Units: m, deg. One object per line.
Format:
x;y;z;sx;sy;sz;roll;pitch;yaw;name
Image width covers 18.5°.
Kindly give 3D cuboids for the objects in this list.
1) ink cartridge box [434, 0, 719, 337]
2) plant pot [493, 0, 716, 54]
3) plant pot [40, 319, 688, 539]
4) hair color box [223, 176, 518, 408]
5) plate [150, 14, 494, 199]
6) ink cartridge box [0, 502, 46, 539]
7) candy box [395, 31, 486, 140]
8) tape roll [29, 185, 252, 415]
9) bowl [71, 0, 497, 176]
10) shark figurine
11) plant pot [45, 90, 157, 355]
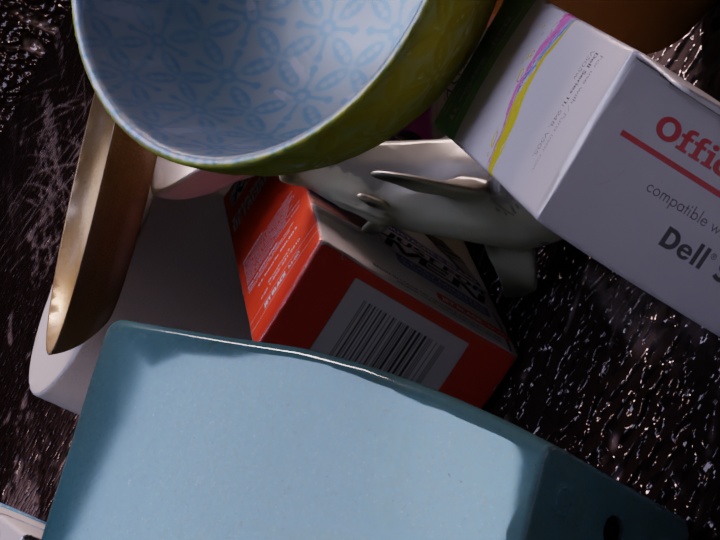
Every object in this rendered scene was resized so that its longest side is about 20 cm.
0.108;-0.032;0.785;0.068;0.117;0.200;-58;17;7;ink cartridge box
0.116;-0.197;0.922;0.201;0.199;0.184;-80;9;-45;plant pot
0.004;0.111;0.783;0.199;0.141;0.142;2;69;44;plant pot
0.000;0.000;1.073;0.064;0.110;0.200;-56;18;13;hair color box
-0.017;-0.115;1.121;0.199;0.032;0.200;-31;25;9;plate
-0.159;0.218;1.156;0.148;0.145;0.200;-65;17;-8;ink cartridge box
0.043;-0.143;1.250;0.137;0.061;0.200;-61;17;5;candy box
-0.085;0.005;1.262;0.203;0.138;0.203;-55;20;30;tape roll
-0.009;-0.126;0.889;0.199;0.107;0.202;-11;72;36;bowl
0.023;-0.061;0.993;0.128;0.213;0.090;78;-151;-65;shark figurine
-0.124;-0.053;1.117;0.200;0.027;0.202;-168;90;-78;plant pot
